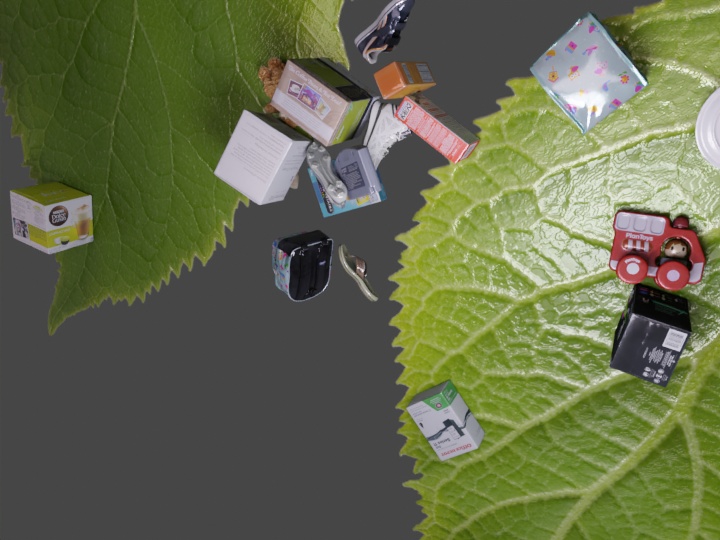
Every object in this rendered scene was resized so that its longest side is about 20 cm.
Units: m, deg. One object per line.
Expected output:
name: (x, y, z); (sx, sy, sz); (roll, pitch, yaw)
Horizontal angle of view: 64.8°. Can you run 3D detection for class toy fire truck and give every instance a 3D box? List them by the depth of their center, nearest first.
toy fire truck: (0.674, -0.046, 1.293); (0.199, 0.112, 0.169); (10, 94, 24)

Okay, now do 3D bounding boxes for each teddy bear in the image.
teddy bear: (-0.232, -0.506, 1.626); (0.144, 0.067, 0.201); (-2, 107, 33)

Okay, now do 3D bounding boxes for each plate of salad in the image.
plate of salad: (0.795, -0.300, 1.159); (0.199, 0.048, 0.201); (6, 112, 16)

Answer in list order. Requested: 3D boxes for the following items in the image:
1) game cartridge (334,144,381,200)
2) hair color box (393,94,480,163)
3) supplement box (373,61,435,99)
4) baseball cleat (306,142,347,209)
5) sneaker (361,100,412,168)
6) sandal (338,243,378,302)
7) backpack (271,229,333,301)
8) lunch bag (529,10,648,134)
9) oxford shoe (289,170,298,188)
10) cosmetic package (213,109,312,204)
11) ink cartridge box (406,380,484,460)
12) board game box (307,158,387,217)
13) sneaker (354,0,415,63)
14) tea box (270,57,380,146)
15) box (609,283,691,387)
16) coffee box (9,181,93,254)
game cartridge: (-0.010, -0.260, 1.498); (0.200, 0.041, 0.134); (4, 112, 70)
hair color box: (0.194, -0.358, 1.426); (0.200, 0.111, 0.064); (42, 122, 10)
supplement box: (0.111, -0.463, 1.378); (0.066, 0.200, 0.069); (-22, 94, 33)
baseball cleat: (-0.097, -0.258, 1.589); (0.107, 0.069, 0.201); (91, 156, -65)
sneaker: (0.072, -0.343, 1.498); (0.115, 0.076, 0.201); (13, 95, 21)
sandal: (0.001, 0.000, 1.693); (0.057, 0.080, 0.201); (-34, 97, 16)
backpack: (-0.178, -0.014, 1.719); (0.150, 0.177, 0.201); (29, 127, 42)
lunch bag: (0.491, -0.430, 1.233); (0.200, 0.122, 0.170); (48, 124, -2)
oxford shoe: (-0.279, -0.285, 1.733); (0.199, 0.070, 0.075); (10, 115, 25)
cosmetic package: (-0.270, -0.318, 1.596); (0.166, 0.167, 0.200); (33, 108, 6)
ink cartridge box: (0.257, 0.454, 1.709); (0.146, 0.083, 0.200); (-34, 91, 34)
board game box: (-0.039, -0.250, 1.629); (0.199, 0.047, 0.152); (-13, 102, 31)
sneaker: (0.074, -0.601, 1.421); (0.200, 0.078, 0.080); (-31, 87, 44)
tea box: (-0.091, -0.449, 1.494); (0.200, 0.197, 0.134); (39, 122, 11)
box: (0.664, 0.142, 1.302); (0.124, 0.200, 0.149); (20, 116, 19)
coffee box: (-1.176, -0.207, 2.170); (0.199, 0.200, 0.199); (21, 117, 21)
